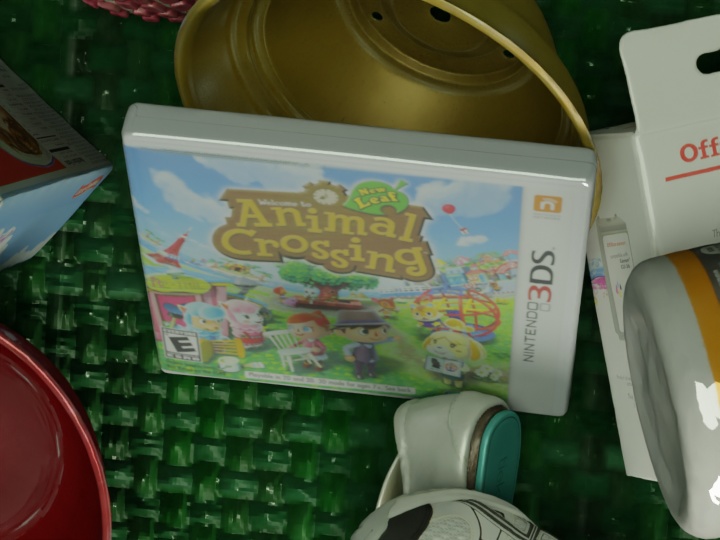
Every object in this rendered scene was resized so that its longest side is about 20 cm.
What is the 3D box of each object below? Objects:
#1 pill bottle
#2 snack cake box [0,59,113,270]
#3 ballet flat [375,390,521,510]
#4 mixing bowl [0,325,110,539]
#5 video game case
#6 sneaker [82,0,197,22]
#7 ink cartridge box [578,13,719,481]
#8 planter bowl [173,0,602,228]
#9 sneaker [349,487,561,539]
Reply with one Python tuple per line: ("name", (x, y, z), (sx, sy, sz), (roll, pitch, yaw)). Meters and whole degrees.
("pill bottle", (0.214, 0.033, 0.837), (0.200, 0.116, 0.117), (-12, 95, -2))
("snack cake box", (-0.192, -0.054, 0.924), (0.115, 0.200, 0.067), (44, 99, 0))
("ballet flat", (0.036, 0.153, 0.998), (0.069, 0.069, 0.201), (5, 99, 5))
("mixing bowl", (-0.202, 0.096, 0.978), (0.200, 0.108, 0.201), (2, 103, 7))
("video game case", (0.000, 0.000, 0.938), (0.199, 0.182, 0.022), (6, 54, 6))
("sneaker", (-0.047, -0.169, 0.963), (0.200, 0.081, 0.075), (-15, 77, 1))
("ink cartridge box", (0.166, -0.014, 0.937), (0.116, 0.067, 0.200), (-12, 96, -22))
("planter bowl", (0.024, -0.090, 0.934), (0.200, 0.201, 0.084), (23, 59, 3))
("sneaker", (0.085, 0.149, 0.930), (0.200, 0.088, 0.076), (15, 92, -32))
